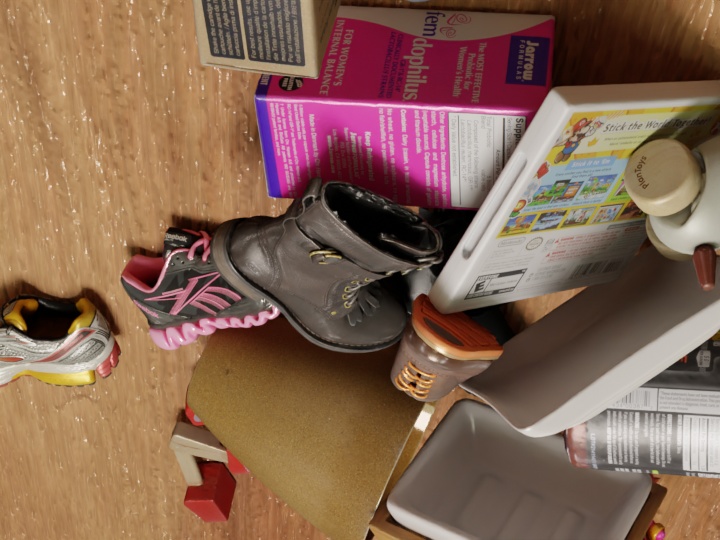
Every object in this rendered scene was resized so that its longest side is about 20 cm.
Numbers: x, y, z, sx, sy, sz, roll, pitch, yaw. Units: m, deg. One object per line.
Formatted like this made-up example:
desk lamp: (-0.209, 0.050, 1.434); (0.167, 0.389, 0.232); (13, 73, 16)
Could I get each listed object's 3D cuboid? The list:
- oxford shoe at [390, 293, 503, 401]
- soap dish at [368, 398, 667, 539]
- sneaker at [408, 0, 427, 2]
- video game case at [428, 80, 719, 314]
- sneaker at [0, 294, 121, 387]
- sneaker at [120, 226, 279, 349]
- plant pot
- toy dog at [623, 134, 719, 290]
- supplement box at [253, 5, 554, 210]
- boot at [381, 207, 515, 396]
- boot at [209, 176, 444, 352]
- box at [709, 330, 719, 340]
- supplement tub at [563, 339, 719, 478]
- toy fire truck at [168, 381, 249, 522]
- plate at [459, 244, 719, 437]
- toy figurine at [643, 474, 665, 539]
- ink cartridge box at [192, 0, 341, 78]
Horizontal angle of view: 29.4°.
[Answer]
oxford shoe: (0.058, 0.065, 0.995); (0.071, 0.073, 0.200); (36, -177, 10)
soap dish: (0.129, 0.204, 1.122); (0.198, 0.158, 0.082); (21, 136, 23)
sneaker: (0.070, -0.223, 0.840); (0.074, 0.088, 0.200); (27, 137, -17)
video game case: (0.157, -0.052, 0.945); (0.198, 0.023, 0.183); (-9, 140, -41)
sneaker: (-0.325, 0.057, 1.270); (0.197, 0.078, 0.083); (-5, 134, 4)
sneaker: (-0.124, -0.001, 1.157); (0.198, 0.079, 0.096); (-21, 118, 30)
plant pot: (-0.045, 0.121, 1.209); (0.198, 0.187, 0.188); (26, 140, 9)
toy dog: (0.268, -0.057, 0.897); (0.131, 0.097, 0.200); (15, 136, -41)
supplement box: (0.035, -0.114, 0.962); (0.197, 0.102, 0.104); (4, 139, 8)
boot: (0.112, 0.016, 1.113); (0.198, 0.074, 0.162); (39, 133, -22)
boot: (0.000, 0.000, 0.992); (0.199, 0.070, 0.173); (25, 156, -32)
box: (0.328, 0.069, 1.141); (0.197, 0.040, 0.138); (-3, 136, 17)
supplement tub: (0.262, 0.107, 1.069); (0.197, 0.108, 0.108); (2, 138, 16)
toy fire truck: (-0.139, 0.173, 1.365); (0.139, 0.049, 0.201); (-9, 135, 23)
plate: (0.177, 0.052, 0.992); (0.198, 0.200, 0.033); (-34, 100, -5)
toy figurine: (0.204, 0.173, 1.204); (0.149, 0.200, 0.186); (-24, 133, -27)
ink cartridge box: (-0.043, -0.236, 0.768); (0.074, 0.202, 0.166); (6, 138, 7)
